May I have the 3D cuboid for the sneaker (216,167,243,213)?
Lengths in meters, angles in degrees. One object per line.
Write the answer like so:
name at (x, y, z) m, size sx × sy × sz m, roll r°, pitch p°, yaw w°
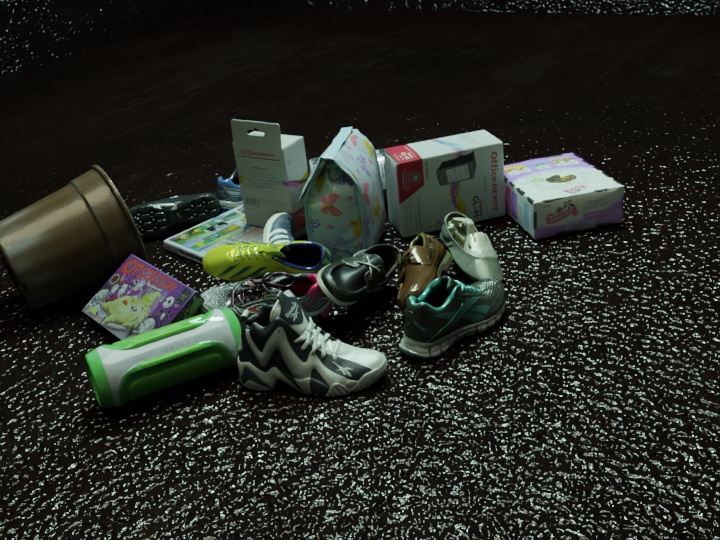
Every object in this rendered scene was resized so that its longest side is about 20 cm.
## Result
sneaker at (-0.208, -0.182, 1.704) m, size 0.077 × 0.085 × 0.200 m, roll 17°, pitch 34°, yaw 38°

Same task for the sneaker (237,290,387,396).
sneaker at (-0.068, 0.086, 1.094) m, size 0.198 × 0.130 × 0.080 m, roll 2°, pitch 29°, yaw 16°

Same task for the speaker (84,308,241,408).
speaker at (-0.258, 0.115, 1.129) m, size 0.200 × 0.089 × 0.088 m, roll -18°, pitch 29°, yaw -22°

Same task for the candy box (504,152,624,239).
candy box at (0.347, -0.137, 1.510) m, size 0.167 × 0.072 × 0.200 m, roll -10°, pitch 26°, yaw -9°

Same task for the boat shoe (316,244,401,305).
boat shoe at (0.000, 0.000, 1.250) m, size 0.072 × 0.068 × 0.200 m, roll 51°, pitch 27°, yaw 10°

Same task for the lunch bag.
lunch bag at (-0.031, -0.126, 1.427) m, size 0.127 × 0.201 × 0.170 m, roll 0°, pitch 28°, yaw 12°

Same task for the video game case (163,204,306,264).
video game case at (-0.226, -0.062, 1.543) m, size 0.182 × 0.022 × 0.200 m, roll 19°, pitch 37°, yaw 40°

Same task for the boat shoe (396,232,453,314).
boat shoe at (0.082, 0.002, 1.271) m, size 0.072 × 0.068 × 0.200 m, roll -38°, pitch 7°, yaw 23°

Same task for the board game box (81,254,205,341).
board game box at (-0.330, 0.053, 1.272) m, size 0.200 × 0.032 × 0.120 m, roll 22°, pitch 65°, yaw 44°

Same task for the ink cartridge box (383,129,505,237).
ink cartridge box at (0.150, -0.155, 1.504) m, size 0.199 × 0.148 × 0.086 m, roll -13°, pitch 28°, yaw -10°

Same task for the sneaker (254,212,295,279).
sneaker at (-0.121, -0.029, 1.402) m, size 0.084 × 0.075 × 0.200 m, roll -2°, pitch 37°, yaw 13°

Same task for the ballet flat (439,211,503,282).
ballet flat at (0.176, -0.042, 1.361) m, size 0.067 × 0.064 × 0.200 m, roll 0°, pitch 24°, yaw -16°

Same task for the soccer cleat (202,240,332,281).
soccer cleat at (-0.142, -0.021, 1.281) m, size 0.199 × 0.084 × 0.065 m, roll 1°, pitch 71°, yaw 0°

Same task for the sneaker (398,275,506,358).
sneaker at (0.134, 0.044, 1.176) m, size 0.077 × 0.091 × 0.200 m, roll 20°, pitch 37°, yaw 40°

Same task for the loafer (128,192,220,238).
loafer at (-0.366, -0.104, 1.615) m, size 0.200 × 0.068 × 0.070 m, roll -15°, pitch 9°, yaw -12°

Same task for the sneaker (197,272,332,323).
sneaker at (-0.143, 0.035, 1.243) m, size 0.199 × 0.075 × 0.081 m, roll -7°, pitch 58°, yaw 1°

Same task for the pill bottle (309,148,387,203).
pill bottle at (0.006, -0.175, 1.620) m, size 0.199 × 0.107 × 0.106 m, roll -8°, pitch 27°, yaw -5°

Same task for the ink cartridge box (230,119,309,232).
ink cartridge box at (-0.156, -0.178, 1.506) m, size 0.116 × 0.201 × 0.067 m, roll 11°, pitch 32°, yaw 30°

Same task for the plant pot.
plant pot at (-0.484, -0.044, 1.391) m, size 0.198 × 0.201 × 0.200 m, roll -27°, pitch 33°, yaw -23°
